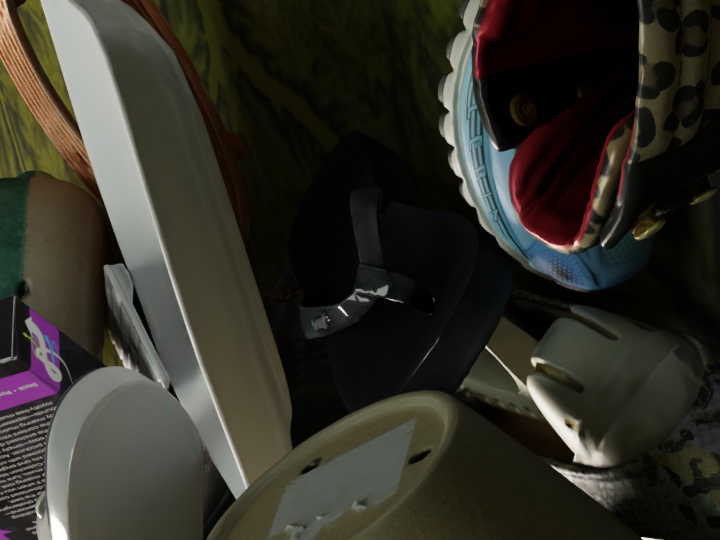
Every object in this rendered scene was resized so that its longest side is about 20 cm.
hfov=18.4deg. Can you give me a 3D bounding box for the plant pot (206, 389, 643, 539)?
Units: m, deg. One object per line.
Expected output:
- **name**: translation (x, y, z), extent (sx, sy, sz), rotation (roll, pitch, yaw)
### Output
- **plant pot**: translation (0.043, 0.142, 0.675), extent (0.201, 0.187, 0.187), rotation (56, 153, -15)

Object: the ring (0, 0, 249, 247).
- **ring**: translation (-0.109, -0.086, 0.964), extent (0.200, 0.019, 0.201), rotation (42, 154, 26)

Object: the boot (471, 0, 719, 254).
- **boot**: translation (0.101, -0.038, 0.562), extent (0.073, 0.150, 0.201), rotation (43, 140, 38)

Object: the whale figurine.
- **whale figurine**: translation (-0.176, 0.029, 1.074), extent (0.200, 0.103, 0.160), rotation (127, 144, -76)

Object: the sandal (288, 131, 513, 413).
- **sandal**: translation (0.000, 0.000, 0.774), extent (0.076, 0.043, 0.200), rotation (-60, 21, 7)

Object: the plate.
- **plate**: translation (-0.073, -0.021, 0.844), extent (0.200, 0.032, 0.201), rotation (-132, 23, -67)

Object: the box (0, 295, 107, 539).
- **box**: translation (-0.156, 0.085, 0.985), extent (0.200, 0.142, 0.036), rotation (47, -148, -50)

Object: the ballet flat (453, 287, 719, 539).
- **ballet flat**: translation (0.068, 0.040, 0.734), extent (0.200, 0.072, 0.073), rotation (13, 119, 57)

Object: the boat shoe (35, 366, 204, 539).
- **boat shoe**: translation (-0.099, 0.105, 0.902), extent (0.066, 0.072, 0.201), rotation (30, 152, 32)

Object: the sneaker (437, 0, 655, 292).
- **sneaker**: translation (0.081, -0.073, 0.651), extent (0.090, 0.078, 0.201), rotation (37, 137, 38)

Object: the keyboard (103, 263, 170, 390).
- **keyboard**: translation (-0.102, 0.038, 1.013), extent (0.200, 0.011, 0.057), rotation (121, 128, -79)

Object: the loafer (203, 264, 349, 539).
- **loafer**: translation (-0.034, 0.078, 0.950), extent (0.200, 0.072, 0.073), rotation (119, 147, -46)
